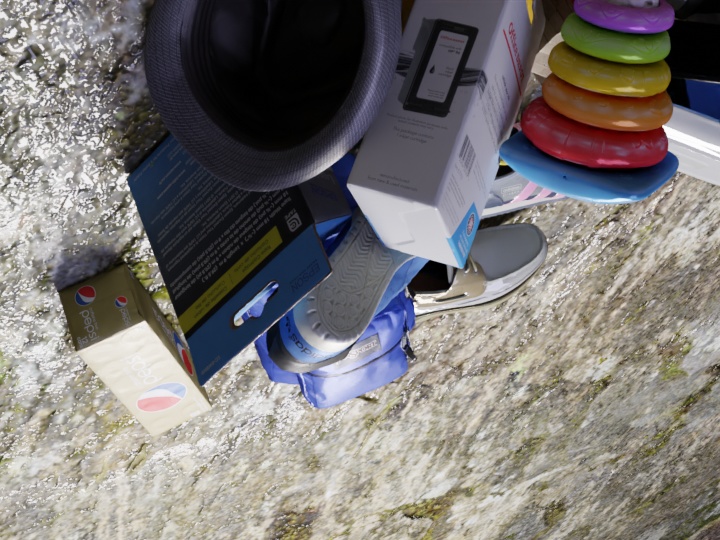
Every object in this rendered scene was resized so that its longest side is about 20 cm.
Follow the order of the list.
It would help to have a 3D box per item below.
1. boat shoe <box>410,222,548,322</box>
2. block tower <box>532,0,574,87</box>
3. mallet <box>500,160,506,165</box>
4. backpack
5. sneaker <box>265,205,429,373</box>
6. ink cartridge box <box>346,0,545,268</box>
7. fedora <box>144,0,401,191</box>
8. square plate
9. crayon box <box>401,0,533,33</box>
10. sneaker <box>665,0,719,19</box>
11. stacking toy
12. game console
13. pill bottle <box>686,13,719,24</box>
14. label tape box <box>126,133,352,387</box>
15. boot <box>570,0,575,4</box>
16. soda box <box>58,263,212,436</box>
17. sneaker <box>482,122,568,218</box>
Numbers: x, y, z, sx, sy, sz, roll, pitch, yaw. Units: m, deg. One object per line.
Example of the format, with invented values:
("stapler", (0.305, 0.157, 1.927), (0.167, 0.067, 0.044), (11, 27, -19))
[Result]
("boat shoe", (0.092, 0.000, 1.280), (0.198, 0.075, 0.069), (-23, 155, -3))
("block tower", (0.191, -0.231, 1.019), (0.057, 0.054, 0.200), (10, 134, -44))
("mallet", (0.130, -0.105, 1.083), (0.198, 0.067, 0.041), (-9, -178, 26))
("backpack", (-0.029, 0.005, 1.112), (0.161, 0.169, 0.201), (-27, 147, -10))
("sneaker", (-0.001, -0.001, 1.000), (0.200, 0.077, 0.111), (-52, -172, -35))
("ink cartridge box", (0.065, -0.120, 0.913), (0.067, 0.202, 0.116), (15, 164, 19))
("fedora", (-0.045, -0.160, 0.884), (0.201, 0.177, 0.090), (-55, 168, 30))
("square plate", (0.259, -0.107, 1.081), (0.200, 0.196, 0.029), (-25, 136, -87))
("crayon box", (0.067, -0.196, 0.984), (0.125, 0.051, 0.201), (-13, 147, -19))
("sneaker", (0.322, -0.229, 1.031), (0.199, 0.096, 0.079), (-27, 171, -30))
("stacking toy", (0.175, -0.158, 0.904), (0.110, 0.115, 0.202), (-35, 138, -54))
("game console", (0.292, -0.128, 1.018), (0.117, 0.198, 0.177), (-59, 146, -27))
("pill bottle", (0.337, -0.167, 1.167), (0.110, 0.112, 0.201), (-22, 149, -6))
("label tape box", (-0.084, -0.031, 0.977), (0.144, 0.201, 0.063), (-40, 146, 25))
("boot", (0.146, -0.253, 0.890), (0.198, 0.072, 0.146), (2, 120, -35))
("soda box", (-0.201, 0.076, 1.192), (0.067, 0.064, 0.201), (-24, 150, -1))
("sneaker", (0.163, -0.104, 1.175), (0.198, 0.071, 0.082), (-20, 154, -12))
